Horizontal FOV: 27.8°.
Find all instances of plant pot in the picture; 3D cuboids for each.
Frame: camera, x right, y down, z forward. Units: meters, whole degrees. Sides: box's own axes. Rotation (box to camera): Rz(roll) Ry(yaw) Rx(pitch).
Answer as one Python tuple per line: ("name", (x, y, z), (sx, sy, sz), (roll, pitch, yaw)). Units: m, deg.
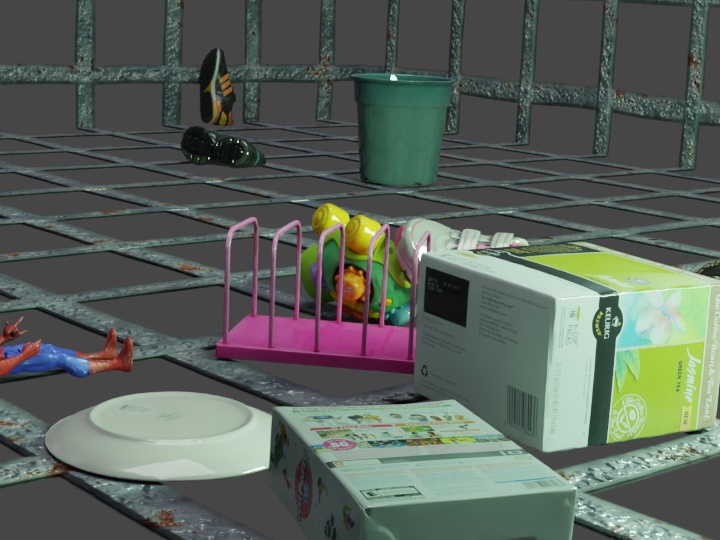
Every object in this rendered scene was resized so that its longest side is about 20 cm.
("plant pot", (0.075, -0.266, 2.740), (0.198, 0.198, 0.200), (3, 12, -1))

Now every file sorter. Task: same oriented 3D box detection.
("file sorter", (-0.031, 0.018, 1.450), (0.198, 0.127, 0.139), (4, 11, 8))

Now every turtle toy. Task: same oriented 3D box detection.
("turtle toy", (0.000, 0.000, 1.606), (0.145, 0.102, 0.200), (27, -3, -31))

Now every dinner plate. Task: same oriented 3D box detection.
("dinner plate", (-0.149, 0.125, 1.152), (0.198, 0.025, 0.200), (2, 10, 0))

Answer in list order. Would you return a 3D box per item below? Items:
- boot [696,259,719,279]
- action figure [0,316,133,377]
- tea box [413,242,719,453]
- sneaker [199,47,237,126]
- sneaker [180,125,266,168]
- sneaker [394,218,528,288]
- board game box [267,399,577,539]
("boot", (0.459, 0.030, 1.661), (0.198, 0.074, 0.150), (1, 10, 22))
("action figure", (-0.306, 0.077, 1.302), (0.198, 0.052, 0.065), (-7, 18, -31))
("tea box", (0.180, 0.059, 1.270), (0.195, 0.135, 0.200), (-5, 13, -30))
("sneaker", (-0.352, -0.457, 3.659), (0.090, 0.202, 0.070), (14, -19, -40))
("sneaker", (-0.273, -0.233, 2.870), (0.199, 0.076, 0.079), (19, 5, 37))
("sneaker", (0.131, -0.009, 1.532), (0.199, 0.082, 0.088), (22, -36, -17))
("board game box", (0.034, 0.146, 0.979), (0.146, 0.065, 0.200), (0, 13, -19))
